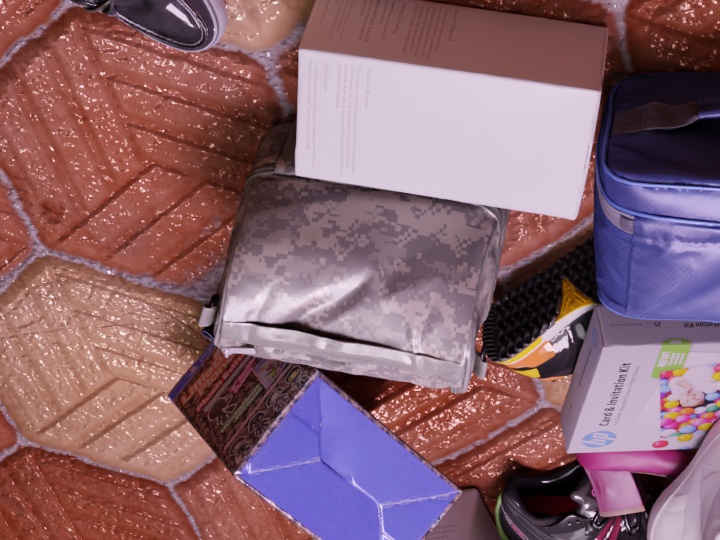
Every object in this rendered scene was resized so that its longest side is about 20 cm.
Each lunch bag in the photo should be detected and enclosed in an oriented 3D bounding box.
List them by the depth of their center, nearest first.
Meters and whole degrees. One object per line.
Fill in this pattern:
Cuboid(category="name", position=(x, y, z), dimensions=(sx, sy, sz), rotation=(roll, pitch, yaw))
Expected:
Cuboid(category="lunch bag", position=(0.252, -0.054, 0.979), dimensions=(0.200, 0.136, 0.132), rotation=(2, 133, 11))
Cuboid(category="lunch bag", position=(0.000, 0.000, 1.068), dimensions=(0.200, 0.168, 0.140), rotation=(11, 133, 5))

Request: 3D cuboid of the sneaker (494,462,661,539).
Cuboid(category="sneaker", position=(0.211, 0.206, 1.273), dimensions=(0.200, 0.077, 0.084), rotation=(-2, 132, 12))

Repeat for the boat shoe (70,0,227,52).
Cuboid(category="boat shoe", position=(-0.176, -0.204, 0.992), dimensions=(0.200, 0.066, 0.070), rotation=(41, 129, -23))

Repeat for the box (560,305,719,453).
Cuboid(category="box", position=(0.260, 0.080, 1.116), dimensions=(0.200, 0.041, 0.156), rotation=(0, 145, -4))

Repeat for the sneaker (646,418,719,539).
Cuboid(category="sneaker", position=(0.268, 0.212, 1.142), dimensions=(0.074, 0.116, 0.200), rotation=(10, 133, -2))

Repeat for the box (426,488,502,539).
Cuboid(category="box", position=(0.070, 0.321, 1.326), dimensions=(0.106, 0.200, 0.152), rotation=(-13, 128, 22))

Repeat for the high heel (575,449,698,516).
Cuboid(category="high heel", position=(0.272, 0.131, 1.208), dimensions=(0.200, 0.067, 0.096), rotation=(-16, 95, 7))

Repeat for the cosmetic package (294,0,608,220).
Cuboid(category="cosmetic package", position=(0.060, -0.113, 1.012), dimensions=(0.200, 0.081, 0.113), rotation=(10, 134, 3))

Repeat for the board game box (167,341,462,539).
Cuboid(category="board game box", position=(-0.041, 0.133, 1.172), dimensions=(0.159, 0.200, 0.097), rotation=(41, 86, -23))

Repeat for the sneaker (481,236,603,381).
Cuboid(category="sneaker", position=(0.191, 0.025, 1.126), dimensions=(0.200, 0.070, 0.090), rotation=(-30, 138, 32))
